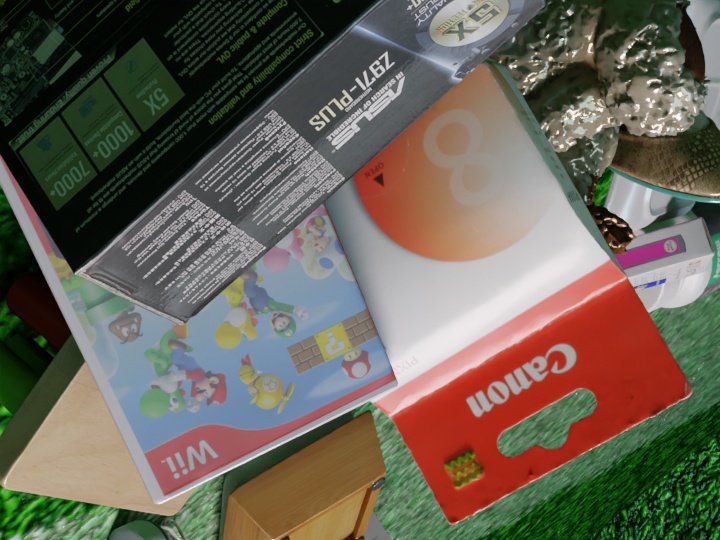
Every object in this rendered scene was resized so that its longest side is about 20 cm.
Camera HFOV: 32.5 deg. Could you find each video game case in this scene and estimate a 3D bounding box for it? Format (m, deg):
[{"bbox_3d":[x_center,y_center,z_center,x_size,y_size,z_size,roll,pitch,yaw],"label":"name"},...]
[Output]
[{"bbox_3d":[-0.080,-0.001,0.619,0.141,0.202,0.017,-25,-165,-8],"label":"video game case"}]

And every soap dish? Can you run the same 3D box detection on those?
[{"bbox_3d":[-0.057,0.229,1.182,0.156,0.082,0.201,-27,155,-24],"label":"soap dish"}]

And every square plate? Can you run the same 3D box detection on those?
[{"bbox_3d":[0.252,-0.123,0.948,0.197,0.028,0.203,-14,123,-57],"label":"square plate"}]

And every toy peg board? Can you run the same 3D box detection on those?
[{"bbox_3d":[-0.131,0.029,0.741,0.200,0.097,0.200,-55,156,-1],"label":"toy peg board"}]

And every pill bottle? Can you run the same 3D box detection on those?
[{"bbox_3d":[0.325,-0.029,1.230,0.198,0.113,0.114,-21,151,-36],"label":"pill bottle"}]

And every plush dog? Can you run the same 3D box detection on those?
[{"bbox_3d":[0.106,-0.096,0.741,0.158,0.201,0.174,-6,120,-3],"label":"plush dog"}]

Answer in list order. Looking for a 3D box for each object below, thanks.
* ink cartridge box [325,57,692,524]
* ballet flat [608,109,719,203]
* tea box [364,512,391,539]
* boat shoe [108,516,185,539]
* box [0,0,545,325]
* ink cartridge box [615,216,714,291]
[{"bbox_3d":[0.053,0.018,0.649,0.161,0.202,0.050,-32,172,20],"label":"ink cartridge box"},{"bbox_3d":[0.174,-0.101,0.815,0.070,0.199,0.066,-22,121,-30],"label":"ballet flat"},{"bbox_3d":[-0.064,0.372,1.338,0.198,0.134,0.197,-25,159,-28],"label":"tea box"},{"bbox_3d":[-0.174,0.265,1.088,0.085,0.075,0.203,-22,153,-32],"label":"boat shoe"},{"bbox_3d":[-0.056,-0.111,0.485,0.200,0.164,0.086,-41,156,5],"label":"box"},{"bbox_3d":[0.183,0.008,0.997,0.197,0.038,0.095,-19,169,9],"label":"ink cartridge box"}]
